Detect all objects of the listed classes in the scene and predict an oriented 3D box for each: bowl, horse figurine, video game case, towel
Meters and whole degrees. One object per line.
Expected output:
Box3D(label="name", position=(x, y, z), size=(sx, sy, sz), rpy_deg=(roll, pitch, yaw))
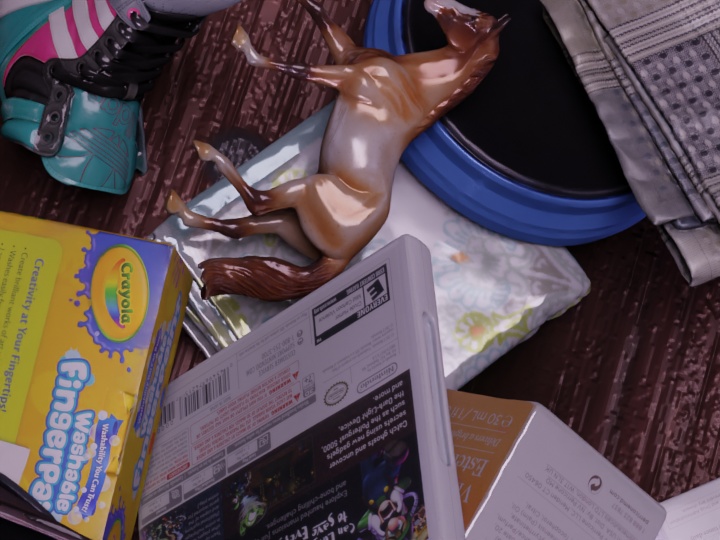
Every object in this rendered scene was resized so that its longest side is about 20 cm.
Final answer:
Box3D(label="bowl", position=(0.100, -0.112, 1.347), size=(0.200, 0.039, 0.202), rpy_deg=(9, 62, -18))
Box3D(label="horse figurine", position=(-0.019, -0.065, 1.264), size=(0.132, 0.050, 0.201), rpy_deg=(23, 83, -7))
Box3D(label="video game case", position=(-0.036, 0.101, 1.199), size=(0.023, 0.200, 0.182), rpy_deg=(31, 39, -38))
Box3D(label="towel", position=(0.220, -0.107, 1.299), size=(0.199, 0.035, 0.193), rpy_deg=(-24, 69, -6))
Box3D(label="towel", position=(0.000, 0.000, 1.323), size=(0.200, 0.048, 0.171), rpy_deg=(-36, 84, -16))

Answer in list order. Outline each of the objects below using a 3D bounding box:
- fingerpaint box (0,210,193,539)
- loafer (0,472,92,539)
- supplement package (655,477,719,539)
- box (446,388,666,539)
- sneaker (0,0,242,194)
Box3D(label="fingerpaint box", position=(-0.190, 0.075, 1.238), size=(0.166, 0.073, 0.201), rpy_deg=(10, 77, 7))
Box3D(label="loafer", position=(-0.137, 0.156, 1.139), size=(0.199, 0.063, 0.072), rpy_deg=(30, 91, 13))
Box3D(label="supplement package", position=(0.224, 0.205, 1.257), size=(0.109, 0.114, 0.201), rpy_deg=(-21, 77, -15))
Box3D(label="box", position=(0.029, 0.168, 1.201), size=(0.106, 0.152, 0.201), rpy_deg=(40, 70, -30))
Box3D(label="sneaker", position=(-0.126, -0.103, 1.273), size=(0.083, 0.200, 0.121), rpy_deg=(10, 76, -41))
